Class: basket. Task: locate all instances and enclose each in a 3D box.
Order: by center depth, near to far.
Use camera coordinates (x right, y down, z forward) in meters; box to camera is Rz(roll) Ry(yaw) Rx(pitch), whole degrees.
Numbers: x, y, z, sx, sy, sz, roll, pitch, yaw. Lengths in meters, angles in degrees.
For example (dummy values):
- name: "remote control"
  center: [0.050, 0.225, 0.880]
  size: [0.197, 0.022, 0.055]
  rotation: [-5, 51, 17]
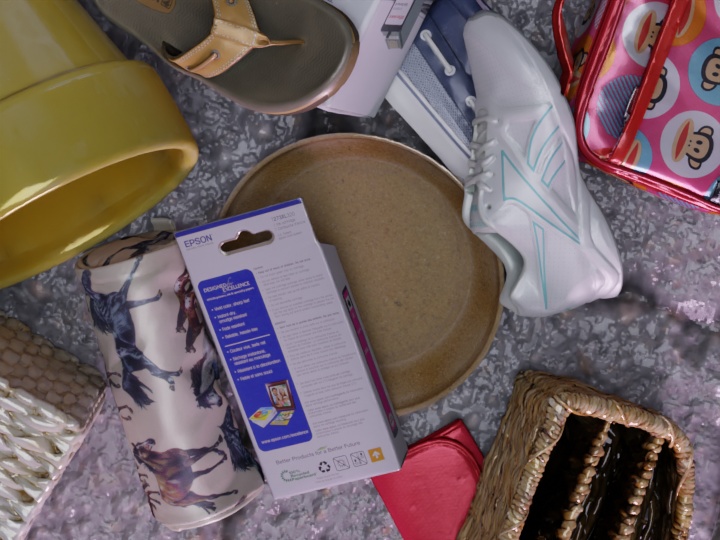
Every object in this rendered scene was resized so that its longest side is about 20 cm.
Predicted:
- name: "basket"
  center: [-0.287, 0.104, 1.535]
  size: [0.198, 0.200, 0.161]
  rotation: [32, 96, -4]
- name: "basket"
  center: [0.145, 0.182, 1.547]
  size: [0.142, 0.149, 0.201]
  rotation: [20, 91, -7]

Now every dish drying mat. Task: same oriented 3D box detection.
- name: "dish drying mat"
  center: [0.084, 0.206, 1.629]
  size: [0.076, 0.018, 0.201]
  rotation: [-28, 97, 6]

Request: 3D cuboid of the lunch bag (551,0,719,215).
- name: "lunch bag"
  center: [0.209, -0.149, 1.524]
  size: [0.175, 0.082, 0.201]
  rotation: [20, 92, -12]

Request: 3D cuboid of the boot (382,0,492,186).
- name: "boot"
  center: [0.100, -0.093, 1.554]
  size: [0.090, 0.073, 0.200]
  rotation: [-42, 95, 13]

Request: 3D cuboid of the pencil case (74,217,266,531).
- name: "pencil case"
  center: [-0.127, 0.068, 1.586]
  size: [0.077, 0.089, 0.201]
  rotation: [-12, 99, 32]

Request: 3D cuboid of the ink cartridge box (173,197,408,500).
- name: "ink cartridge box"
  center: [-0.045, 0.050, 1.564]
  size: [0.094, 0.037, 0.201]
  rotation: [-14, 109, 17]

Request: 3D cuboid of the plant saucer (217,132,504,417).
- name: "plant saucer"
  center: [0.000, 0.000, 1.574]
  size: [0.199, 0.035, 0.201]
  rotation: [4, 111, 11]

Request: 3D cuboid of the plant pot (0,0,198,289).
- name: "plant pot"
  center: [-0.233, -0.109, 1.513]
  size: [0.200, 0.201, 0.190]
  rotation: [-31, 81, 6]

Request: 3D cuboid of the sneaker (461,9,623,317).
- name: "sneaker"
  center: [0.099, -0.065, 1.493]
  size: [0.080, 0.070, 0.201]
  rotation: [-21, 95, -10]

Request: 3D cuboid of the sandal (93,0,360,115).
- name: "sandal"
  center: [-0.094, -0.155, 1.466]
  size: [0.199, 0.054, 0.081]
  rotation: [27, 98, 22]

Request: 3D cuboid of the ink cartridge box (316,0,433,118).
- name: "ink cartridge box"
  center: [-0.020, -0.218, 1.512]
  size: [0.146, 0.084, 0.201]
  rotation: [31, 100, 21]
